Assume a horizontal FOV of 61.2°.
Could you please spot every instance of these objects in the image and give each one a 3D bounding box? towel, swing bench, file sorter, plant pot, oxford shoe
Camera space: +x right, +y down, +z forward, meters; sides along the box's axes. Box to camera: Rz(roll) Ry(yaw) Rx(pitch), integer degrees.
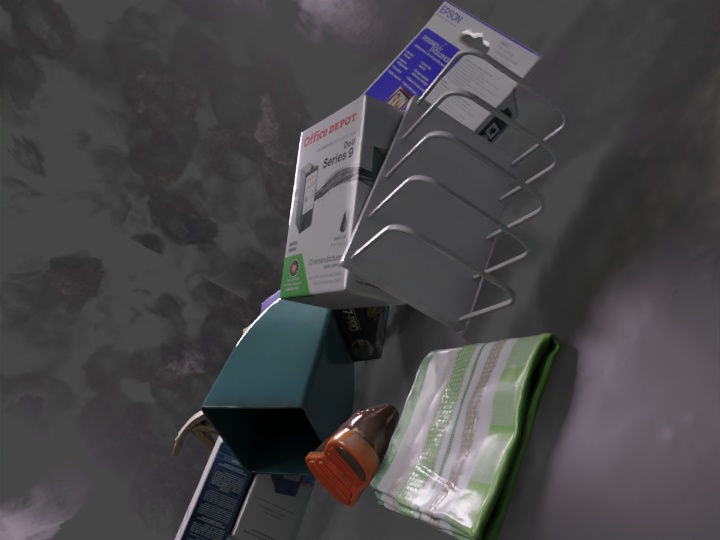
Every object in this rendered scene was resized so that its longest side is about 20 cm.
[{"bbox_3d":[0.071,0.122,0.477,0.152,0.030,0.200,-67,10,-17],"label":"towel"},{"bbox_3d":[-0.307,0.380,1.366,0.132,0.197,0.199,-64,10,-15],"label":"swing bench"},{"bbox_3d":[0.094,-0.075,0.564,0.204,0.136,0.124,-67,13,-21],"label":"file sorter"},{"bbox_3d":[-0.085,0.136,0.793,0.203,0.137,0.143,-74,-29,-44],"label":"plant pot"},{"bbox_3d":[-0.005,0.194,0.642,0.073,0.071,0.201,-43,-6,-30],"label":"oxford shoe"}]

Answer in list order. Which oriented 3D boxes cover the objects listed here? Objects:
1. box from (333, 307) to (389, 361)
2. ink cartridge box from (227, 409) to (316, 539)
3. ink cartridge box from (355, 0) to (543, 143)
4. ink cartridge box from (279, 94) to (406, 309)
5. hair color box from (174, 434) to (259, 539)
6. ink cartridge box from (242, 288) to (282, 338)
[{"bbox_3d":[0.000,0.000,0.864,0.202,0.048,0.164,-75,-27,-55],"label":"box"},{"bbox_3d":[-0.119,0.298,0.886,0.204,0.086,0.145,-68,10,-27],"label":"ink cartridge box"},{"bbox_3d":[0.094,-0.205,0.730,0.200,0.043,0.199,-46,47,10],"label":"ink cartridge box"},{"bbox_3d":[-0.013,-0.066,0.671,0.144,0.082,0.206,-10,71,55],"label":"ink cartridge box"},{"bbox_3d":[-0.206,0.333,0.837,0.100,0.059,0.204,161,133,-77],"label":"hair color box"},{"bbox_3d":[-0.139,0.115,0.996,0.196,0.046,0.205,-33,54,48],"label":"ink cartridge box"}]
